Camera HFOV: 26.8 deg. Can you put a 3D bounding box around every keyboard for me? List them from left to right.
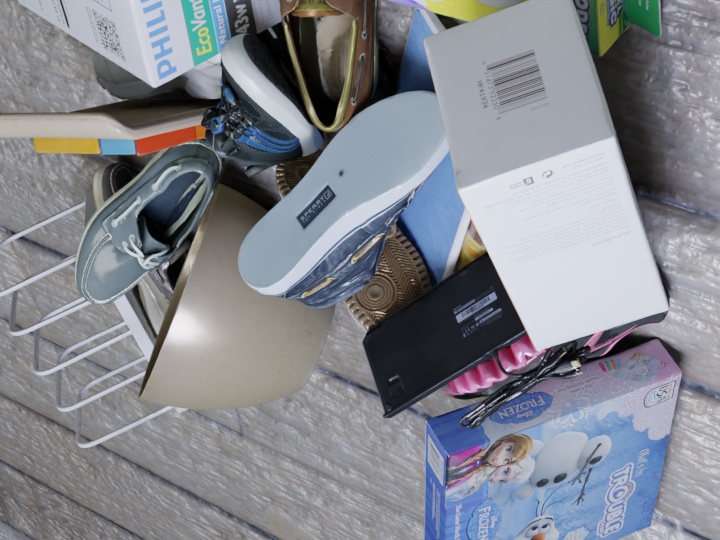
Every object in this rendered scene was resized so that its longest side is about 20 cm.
[{"bbox_3d":[0.095,0.049,1.084,0.200,0.128,0.021,-34,142,22],"label":"keyboard"}]

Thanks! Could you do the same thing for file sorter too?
[{"bbox_3d":[-0.269,0.050,1.499,0.139,0.124,0.201,-111,-4,-63],"label":"file sorter"}]

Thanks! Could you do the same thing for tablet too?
[{"bbox_3d":[0.054,-0.087,1.131,0.131,0.014,0.200,62,155,31],"label":"tablet"}]

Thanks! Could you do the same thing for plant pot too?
[{"bbox_3d":[-0.099,0.041,1.335,0.134,0.201,0.200,21,146,-8],"label":"plant pot"}]

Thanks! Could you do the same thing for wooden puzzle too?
[{"bbox_3d":[-0.181,-0.119,1.236,0.184,0.199,0.037,5,103,42],"label":"wooden puzzle"}]

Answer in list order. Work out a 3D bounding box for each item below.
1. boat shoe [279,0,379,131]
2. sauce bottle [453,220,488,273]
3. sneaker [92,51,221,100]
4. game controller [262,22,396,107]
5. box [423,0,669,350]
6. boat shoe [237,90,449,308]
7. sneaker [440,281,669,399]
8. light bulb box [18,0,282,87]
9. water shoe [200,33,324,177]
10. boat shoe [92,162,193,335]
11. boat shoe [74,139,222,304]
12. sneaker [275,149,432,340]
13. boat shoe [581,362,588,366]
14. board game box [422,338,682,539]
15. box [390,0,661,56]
[{"bbox_3d":[-0.022,-0.196,1.064,0.071,0.068,0.201,-2,117,18],"label":"boat shoe"},{"bbox_3d":[0.096,0.015,1.199,0.066,0.066,0.200,33,145,16],"label":"sauce bottle"},{"bbox_3d":[-0.152,-0.194,1.238,0.199,0.078,0.100,4,113,42],"label":"sneaker"},{"bbox_3d":[-0.050,-0.204,1.151,0.200,0.042,0.104,56,158,-16],"label":"game controller"},{"bbox_3d":[0.122,-0.059,0.968,0.097,0.125,0.200,-18,144,11],"label":"box"},{"bbox_3d":[0.004,-0.050,1.115,0.200,0.091,0.071,-40,61,17],"label":"boat shoe"},{"bbox_3d":[0.145,0.049,1.135,0.200,0.079,0.095,-32,137,31],"label":"sneaker"},{"bbox_3d":[-0.171,-0.268,1.078,0.200,0.125,0.199,33,145,40],"label":"light bulb box"},{"bbox_3d":[-0.080,-0.110,1.121,0.072,0.079,0.200,60,-176,15],"label":"water shoe"},{"bbox_3d":[-0.191,-0.017,1.457,0.065,0.072,0.201,-17,103,27],"label":"boat shoe"},{"bbox_3d":[-0.194,-0.037,1.352,0.073,0.062,0.200,32,113,-24],"label":"boat shoe"},{"bbox_3d":[0.000,0.000,1.228,0.200,0.070,0.109,56,168,25],"label":"sneaker"},{"bbox_3d":[0.160,0.122,1.254,0.073,0.074,0.201,50,159,40],"label":"boat shoe"},{"bbox_3d":[0.147,0.162,1.190,0.201,0.198,0.043,88,157,-45],"label":"board game box"},{"bbox_3d":[0.100,-0.211,0.976,0.199,0.048,0.118,19,138,30],"label":"box"}]
